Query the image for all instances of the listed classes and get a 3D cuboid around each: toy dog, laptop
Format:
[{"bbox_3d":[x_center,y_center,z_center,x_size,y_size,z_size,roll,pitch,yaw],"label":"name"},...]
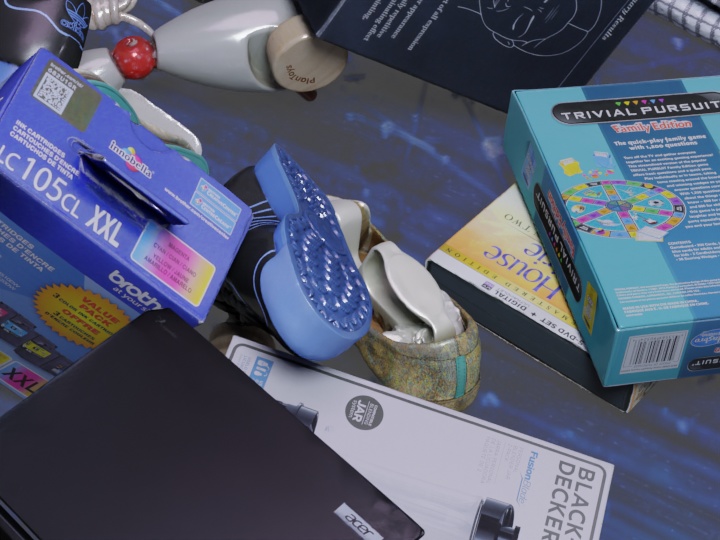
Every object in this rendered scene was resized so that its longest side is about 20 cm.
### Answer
[{"bbox_3d":[-0.101,-0.124,1.066,0.199,0.097,0.132,-3,50,10],"label":"toy dog"},{"bbox_3d":[-0.102,0.148,0.737,0.177,0.201,0.103,38,25,30],"label":"laptop"}]

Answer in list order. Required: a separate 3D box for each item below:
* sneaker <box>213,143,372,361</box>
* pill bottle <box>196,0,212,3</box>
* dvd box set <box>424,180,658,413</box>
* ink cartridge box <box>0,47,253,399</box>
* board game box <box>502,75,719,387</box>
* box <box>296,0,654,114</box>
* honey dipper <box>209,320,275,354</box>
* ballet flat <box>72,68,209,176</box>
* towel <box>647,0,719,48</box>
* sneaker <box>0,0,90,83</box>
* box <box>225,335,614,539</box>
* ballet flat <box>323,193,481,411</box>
[{"bbox_3d":[-0.048,0.004,0.867,0.078,0.070,0.200,-41,21,11],"label":"sneaker"},{"bbox_3d":[-0.019,-0.240,1.157,0.199,0.112,0.112,-1,45,-7],"label":"pill bottle"},{"bbox_3d":[0.153,-0.015,1.002,0.146,0.029,0.200,32,50,25],"label":"dvd box set"},{"bbox_3d":[-0.149,-0.020,0.828,0.136,0.200,0.077,38,51,-22],"label":"ink cartridge box"},{"bbox_3d":[0.181,-0.029,0.961,0.150,0.047,0.201,-5,45,-12],"label":"board game box"},{"bbox_3d":[0.073,-0.198,1.039,0.199,0.149,0.107,18,33,-36],"label":"box"},{"bbox_3d":[-0.079,0.111,0.852,0.038,0.038,0.201,9,49,4],"label":"honey dipper"},{"bbox_3d":[-0.147,-0.063,0.935,0.062,0.200,0.068,9,81,18],"label":"ballet flat"},{"bbox_3d":[0.298,-0.235,1.200,0.165,0.086,0.200,34,51,27],"label":"towel"},{"bbox_3d":[-0.244,-0.139,1.017,0.199,0.070,0.078,13,71,32],"label":"sneaker"},{"bbox_3d":[0.012,0.120,0.805,0.199,0.060,0.117,20,50,2],"label":"box"},{"bbox_3d":[0.000,0.000,0.947,0.070,0.071,0.200,-24,51,-27],"label":"ballet flat"}]
